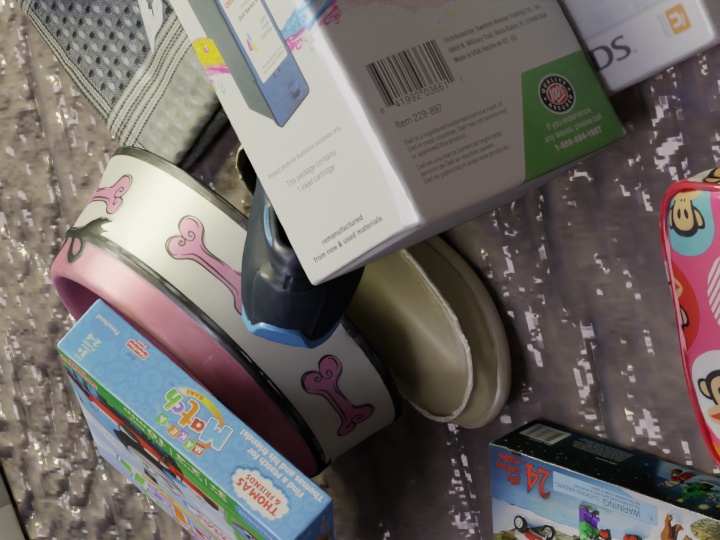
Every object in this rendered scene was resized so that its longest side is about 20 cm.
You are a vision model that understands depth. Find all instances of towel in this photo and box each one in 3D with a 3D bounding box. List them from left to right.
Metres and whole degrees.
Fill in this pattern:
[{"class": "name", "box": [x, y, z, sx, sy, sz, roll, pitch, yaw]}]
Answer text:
[{"class": "towel", "box": [-0.120, -0.166, 1.395, 0.193, 0.034, 0.200, 55, 137, 15]}]

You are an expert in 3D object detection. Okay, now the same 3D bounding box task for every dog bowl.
[{"class": "dog bowl", "box": [-0.076, 0.032, 1.330, 0.200, 0.074, 0.200, 41, 167, 12]}]

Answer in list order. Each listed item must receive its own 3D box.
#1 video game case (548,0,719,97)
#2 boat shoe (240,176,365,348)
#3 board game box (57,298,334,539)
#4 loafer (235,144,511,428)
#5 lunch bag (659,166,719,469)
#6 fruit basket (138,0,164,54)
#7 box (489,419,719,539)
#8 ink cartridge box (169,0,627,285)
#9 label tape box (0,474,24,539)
[{"class": "video game case", "box": [0.068, -0.169, 1.204, 0.182, 0.022, 0.201, -24, 88, 49]}, {"class": "boat shoe", "box": [-0.009, -0.052, 1.233, 0.069, 0.084, 0.200, 101, 173, -46]}, {"class": "board game box", "box": [-0.078, 0.103, 1.319, 0.151, 0.037, 0.200, 39, 167, 13]}, {"class": "loafer", "box": [0.000, 0.000, 1.314, 0.200, 0.068, 0.076, 55, 137, 14]}, {"class": "lunch bag", "box": [0.226, 0.032, 1.079, 0.200, 0.082, 0.177, -2, 106, 46]}, {"class": "fruit basket", "box": [-0.114, -0.214, 1.261, 0.185, 0.093, 0.201, 150, 102, -83]}, {"class": "box", "box": [0.150, 0.163, 1.249, 0.200, 0.038, 0.137, 16, 118, 42]}, {"class": "ink cartridge box", "box": [0.006, -0.115, 1.167, 0.087, 0.145, 0.200, -30, 86, 49]}, {"class": "label tape box", "box": [-0.287, 0.166, 1.696, 0.143, 0.066, 0.201, -18, 91, 48]}]
